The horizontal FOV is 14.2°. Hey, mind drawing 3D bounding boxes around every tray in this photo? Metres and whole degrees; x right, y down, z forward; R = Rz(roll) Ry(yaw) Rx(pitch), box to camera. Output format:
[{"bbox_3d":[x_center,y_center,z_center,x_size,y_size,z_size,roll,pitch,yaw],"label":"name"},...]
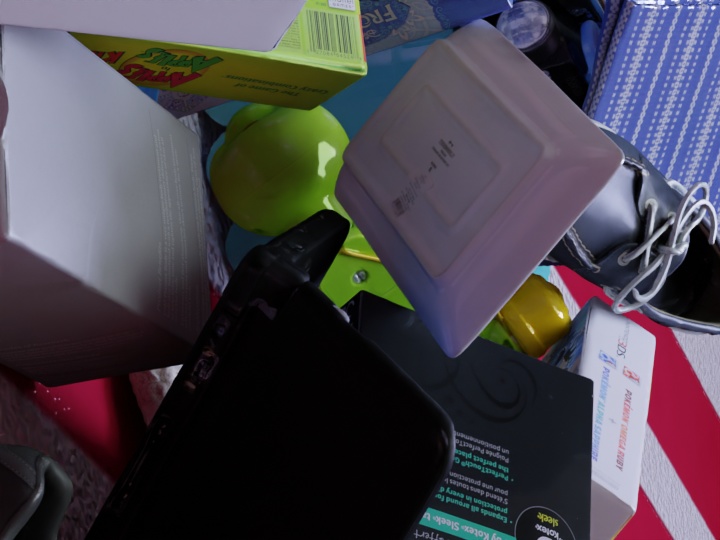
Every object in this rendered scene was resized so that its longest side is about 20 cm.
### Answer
[{"bbox_3d":[0.040,-0.044,1.218,0.022,0.107,0.200,36,8,-24],"label":"tray"}]

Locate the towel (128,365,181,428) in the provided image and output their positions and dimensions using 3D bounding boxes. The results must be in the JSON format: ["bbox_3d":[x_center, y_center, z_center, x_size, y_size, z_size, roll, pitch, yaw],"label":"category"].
[{"bbox_3d":[-0.052,0.090,1.373,0.200,0.034,0.133,23,48,-70],"label":"towel"}]

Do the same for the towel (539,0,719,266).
[{"bbox_3d":[0.163,-0.076,1.455,0.200,0.024,0.145,-7,119,-51],"label":"towel"}]

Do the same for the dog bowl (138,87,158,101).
[{"bbox_3d":[-0.133,-0.151,1.256,0.111,0.050,0.200,41,42,-64],"label":"dog bowl"}]

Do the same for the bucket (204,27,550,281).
[{"bbox_3d":[0.014,-0.057,1.529,0.207,0.135,0.207,-10,90,-73],"label":"bucket"}]

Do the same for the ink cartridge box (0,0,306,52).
[{"bbox_3d":[-0.106,-0.182,1.085,0.145,0.083,0.200,2,48,-38],"label":"ink cartridge box"}]

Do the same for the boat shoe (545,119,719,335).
[{"bbox_3d":[0.134,-0.014,1.385,0.075,0.062,0.200,-58,147,-7],"label":"boat shoe"}]

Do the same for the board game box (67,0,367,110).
[{"bbox_3d":[-0.096,-0.131,1.175,0.200,0.048,0.102,6,68,-34],"label":"board game box"}]

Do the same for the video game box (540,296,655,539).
[{"bbox_3d":[0.063,0.130,1.370,0.047,0.200,0.182,33,25,-9],"label":"video game box"}]

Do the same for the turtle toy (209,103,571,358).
[{"bbox_3d":[0.000,0.000,1.381,0.200,0.146,0.101,54,2,-41],"label":"turtle toy"}]

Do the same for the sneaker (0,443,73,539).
[{"bbox_3d":[-0.133,0.155,1.021,0.074,0.085,0.200,-2,83,-72],"label":"sneaker"}]

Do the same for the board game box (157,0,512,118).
[{"bbox_3d":[-0.016,-0.168,1.381,0.043,0.199,0.200,58,27,-34],"label":"board game box"}]

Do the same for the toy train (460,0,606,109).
[{"bbox_3d":[0.107,-0.103,1.487,0.200,0.087,0.114,49,29,-58],"label":"toy train"}]

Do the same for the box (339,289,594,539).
[{"bbox_3d":[0.008,0.140,1.204,0.124,0.149,0.200,21,53,-24],"label":"box"}]

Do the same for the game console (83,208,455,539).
[{"bbox_3d":[-0.035,0.097,1.151,0.200,0.116,0.176,-59,173,16],"label":"game console"}]

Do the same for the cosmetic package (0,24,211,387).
[{"bbox_3d":[-0.132,-0.029,1.132,0.200,0.090,0.107,36,46,-62],"label":"cosmetic package"}]
